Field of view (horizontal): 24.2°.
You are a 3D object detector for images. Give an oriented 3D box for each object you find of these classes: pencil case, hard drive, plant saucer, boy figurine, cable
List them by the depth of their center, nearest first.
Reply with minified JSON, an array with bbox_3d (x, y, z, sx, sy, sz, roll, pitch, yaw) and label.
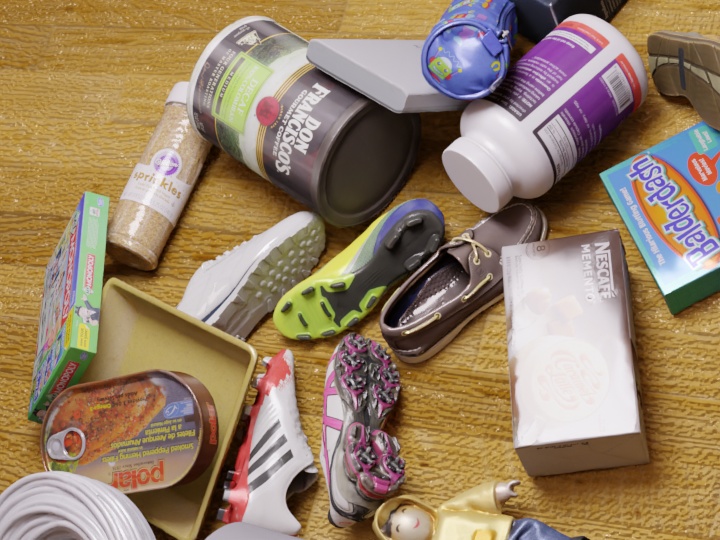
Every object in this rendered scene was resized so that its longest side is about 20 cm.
[{"bbox_3d":[0.104,0.238,1.481,0.199,0.064,0.125,15,73,25],"label":"boy figurine"},{"bbox_3d":[-0.271,0.288,1.564,0.199,0.069,0.201,6,88,30],"label":"cable"},{"bbox_3d":[0.110,-0.221,1.615,0.087,0.078,0.200,-25,13,16],"label":"pencil case"},{"bbox_3d":[-0.191,0.133,1.633,0.199,0.048,0.201,24,99,31],"label":"plant saucer"},{"bbox_3d":[0.059,-0.195,1.665,0.132,0.200,0.026,33,116,32],"label":"hard drive"}]

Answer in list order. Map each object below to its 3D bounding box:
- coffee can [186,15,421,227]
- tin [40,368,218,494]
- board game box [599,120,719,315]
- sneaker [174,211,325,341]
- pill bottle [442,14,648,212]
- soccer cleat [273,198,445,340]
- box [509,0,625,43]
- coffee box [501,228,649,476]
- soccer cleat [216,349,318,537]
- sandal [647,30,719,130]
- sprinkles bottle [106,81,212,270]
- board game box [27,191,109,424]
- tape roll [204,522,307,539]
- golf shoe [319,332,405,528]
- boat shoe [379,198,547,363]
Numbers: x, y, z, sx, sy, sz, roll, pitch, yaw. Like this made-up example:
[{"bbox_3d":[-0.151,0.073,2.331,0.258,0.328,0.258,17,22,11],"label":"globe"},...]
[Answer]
[{"bbox_3d":[-0.059,-0.153,1.708,0.200,0.146,0.147,33,79,33],"label":"coffee can"},{"bbox_3d":[-0.220,0.158,1.600,0.199,0.042,0.112,-12,76,31],"label":"tin"},{"bbox_3d":[0.343,-0.070,1.560,0.199,0.045,0.152,-28,56,7],"label":"board game box"},{"bbox_3d":[-0.121,0.006,1.693,0.200,0.076,0.080,-44,51,-5],"label":"sneaker"},{"bbox_3d":[0.174,-0.147,1.612,0.200,0.113,0.112,-41,55,-16],"label":"pill bottle"},{"bbox_3d":[0.001,0.000,1.662,0.200,0.065,0.084,-36,16,11],"label":"soccer cleat"},{"bbox_3d":[0.212,-0.341,1.723,0.148,0.107,0.200,34,80,32],"label":"box"},{"bbox_3d":[0.193,0.074,1.518,0.114,0.080,0.201,-8,62,14],"label":"coffee box"},{"bbox_3d":[-0.077,0.166,1.596,0.085,0.069,0.201,17,51,-5],"label":"soccer cleat"},{"bbox_3d":[0.332,-0.187,1.584,0.054,0.081,0.200,-12,22,-13],"label":"sandal"},{"bbox_3d":[-0.207,-0.101,1.787,0.068,0.068,0.201,14,70,27],"label":"sprinkles bottle"},{"bbox_3d":[-0.294,0.037,1.701,0.135,0.029,0.201,125,152,-43],"label":"board game box"},{"bbox_3d":[-0.099,0.320,1.435,0.066,0.200,0.201,11,68,26],"label":"tape roll"},{"bbox_3d":[-0.011,0.145,1.570,0.092,0.072,0.200,-49,27,36],"label":"golf shoe"},{"bbox_3d":[0.098,0.002,1.611,0.200,0.060,0.072,-43,56,-4],"label":"boat shoe"}]
